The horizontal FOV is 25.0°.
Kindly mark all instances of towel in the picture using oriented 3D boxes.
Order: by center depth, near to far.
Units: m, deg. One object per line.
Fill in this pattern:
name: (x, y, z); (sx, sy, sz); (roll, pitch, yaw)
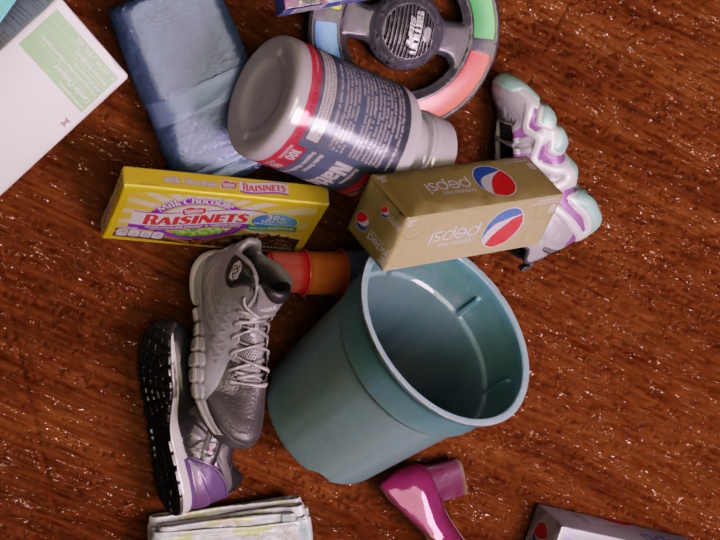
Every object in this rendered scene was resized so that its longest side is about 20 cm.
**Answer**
towel: (-0.155, -0.177, 1.537); (0.112, 0.049, 0.200); (-25, 110, -11)
towel: (-0.132, 0.334, 1.670); (0.171, 0.048, 0.200); (-4, 104, -14)

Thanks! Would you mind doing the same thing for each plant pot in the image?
plant pot: (0.022, 0.100, 1.562); (0.200, 0.200, 0.196); (32, 133, -22)

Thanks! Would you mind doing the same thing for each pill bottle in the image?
pill bottle: (-0.012, -0.132, 1.521); (0.200, 0.120, 0.120); (19, 96, -33)

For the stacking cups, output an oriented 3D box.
stacking cups: (0.000, 0.000, 1.616); (0.200, 0.061, 0.061); (3, 102, -24)

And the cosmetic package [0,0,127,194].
cosmetic package: (-0.324, -0.153, 1.458); (0.200, 0.085, 0.108); (-45, 126, -5)

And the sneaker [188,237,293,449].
sneaker: (-0.107, 0.061, 1.531); (0.075, 0.115, 0.200); (4, 69, -40)

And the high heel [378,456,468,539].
high heel: (0.075, 0.301, 1.717); (0.096, 0.067, 0.200); (-13, 92, -25)

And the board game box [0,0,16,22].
board game box: (-0.284, -0.309, 1.407); (0.047, 0.151, 0.200); (35, 90, -22)

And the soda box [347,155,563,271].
soda box: (0.091, -0.056, 1.524); (0.200, 0.064, 0.068); (-10, 138, -38)

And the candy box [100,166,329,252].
candy box: (-0.140, -0.055, 1.549); (0.200, 0.102, 0.026); (5, 58, -19)

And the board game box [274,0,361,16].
board game box: (-0.001, -0.356, 1.527); (0.200, 0.043, 0.199); (-13, 93, -15)

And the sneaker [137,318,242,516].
sneaker: (-0.164, 0.137, 1.608); (0.088, 0.076, 0.200); (-14, 111, -30)

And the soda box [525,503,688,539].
soda box: (0.282, 0.315, 1.790); (0.200, 0.068, 0.063); (15, 99, -21)

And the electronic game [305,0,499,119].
electronic game: (0.043, -0.236, 1.592); (0.200, 0.042, 0.200); (-4, 104, -18)

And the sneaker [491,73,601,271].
sneaker: (0.149, -0.088, 1.644); (0.140, 0.078, 0.200); (-34, 110, -9)
